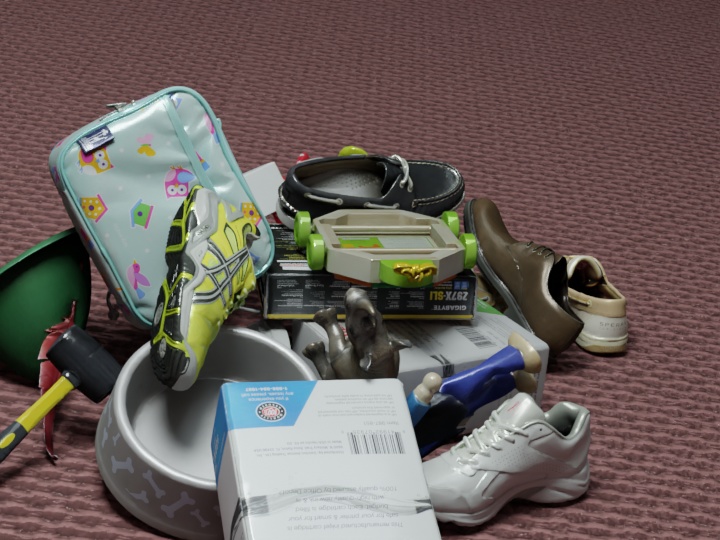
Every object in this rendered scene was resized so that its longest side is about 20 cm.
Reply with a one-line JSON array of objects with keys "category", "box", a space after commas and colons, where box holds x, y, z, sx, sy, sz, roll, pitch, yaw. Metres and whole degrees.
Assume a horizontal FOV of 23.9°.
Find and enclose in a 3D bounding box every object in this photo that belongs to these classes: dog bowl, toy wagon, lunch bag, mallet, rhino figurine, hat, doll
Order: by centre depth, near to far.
[{"category": "rhino figurine", "box": [0.001, 0.069, 1.379, 0.060, 0.200, 0.088, -21, 71, -16]}, {"category": "dog bowl", "box": [-0.117, 0.126, 1.399, 0.199, 0.059, 0.201, 6, 44, -6]}, {"category": "mallet", "box": [-0.282, 0.118, 1.403, 0.066, 0.041, 0.200, 50, 52, 2]}, {"category": "doll", "box": [0.063, 0.125, 1.454, 0.199, 0.137, 0.049, -32, 65, -19]}, {"category": "lunch bag", "box": [-0.175, -0.060, 1.521, 0.160, 0.201, 0.077, -29, 9, -14]}, {"category": "toy wagon", "box": [0.026, -0.017, 1.545, 0.154, 0.040, 0.200, -1, 19, -11]}, {"category": "hat", "box": [-0.268, 0.081, 1.558, 0.200, 0.166, 0.176, -33, 80, -34]}]

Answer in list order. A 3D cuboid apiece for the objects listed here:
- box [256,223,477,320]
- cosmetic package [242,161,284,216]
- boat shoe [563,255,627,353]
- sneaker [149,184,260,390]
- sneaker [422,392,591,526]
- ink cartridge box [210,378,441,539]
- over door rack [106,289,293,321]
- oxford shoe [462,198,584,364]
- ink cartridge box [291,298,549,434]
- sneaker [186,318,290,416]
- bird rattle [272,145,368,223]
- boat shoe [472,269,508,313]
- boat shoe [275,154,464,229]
[{"category": "box", "box": [0.000, 0.000, 1.625, 0.199, 0.050, 0.160, 0, 20, -9]}, {"category": "cosmetic package", "box": [-0.156, -0.048, 1.665, 0.082, 0.051, 0.200, -22, 6, 35]}, {"category": "boat shoe", "box": [0.236, 0.017, 1.827, 0.073, 0.070, 0.200, -2, 25, -21]}, {"category": "sneaker", "box": [-0.125, 0.015, 1.418, 0.076, 0.075, 0.201, 22, 50, -18]}, {"category": "sneaker", "box": [0.114, 0.151, 1.444, 0.199, 0.100, 0.078, -10, 29, -35]}, {"category": "ink cartridge box", "box": [-0.026, 0.184, 1.266, 0.144, 0.084, 0.201, 0, 47, -16]}, {"category": "over door rack", "box": [-0.158, 0.015, 1.715, 0.199, 0.067, 0.148, 2, 25, -11]}, {"category": "oxford shoe", "box": [0.171, -0.003, 1.738, 0.073, 0.084, 0.201, 20, 36, -56]}, {"category": "ink cartridge box", "box": [0.051, 0.089, 1.584, 0.199, 0.085, 0.146, -8, 25, -30]}, {"category": "sneaker", "box": [-0.122, 0.098, 1.530, 0.115, 0.074, 0.200, 6, 24, -11]}, {"category": "bird rattle", "box": [-0.033, -0.042, 1.787, 0.112, 0.164, 0.200, -30, 9, -33]}, {"category": "boat shoe", "box": [0.107, 0.026, 1.759, 0.071, 0.077, 0.200, 19, 25, 28]}, {"category": "boat shoe", "box": [0.015, -0.084, 1.670, 0.199, 0.060, 0.074, -4, 53, -18]}]
